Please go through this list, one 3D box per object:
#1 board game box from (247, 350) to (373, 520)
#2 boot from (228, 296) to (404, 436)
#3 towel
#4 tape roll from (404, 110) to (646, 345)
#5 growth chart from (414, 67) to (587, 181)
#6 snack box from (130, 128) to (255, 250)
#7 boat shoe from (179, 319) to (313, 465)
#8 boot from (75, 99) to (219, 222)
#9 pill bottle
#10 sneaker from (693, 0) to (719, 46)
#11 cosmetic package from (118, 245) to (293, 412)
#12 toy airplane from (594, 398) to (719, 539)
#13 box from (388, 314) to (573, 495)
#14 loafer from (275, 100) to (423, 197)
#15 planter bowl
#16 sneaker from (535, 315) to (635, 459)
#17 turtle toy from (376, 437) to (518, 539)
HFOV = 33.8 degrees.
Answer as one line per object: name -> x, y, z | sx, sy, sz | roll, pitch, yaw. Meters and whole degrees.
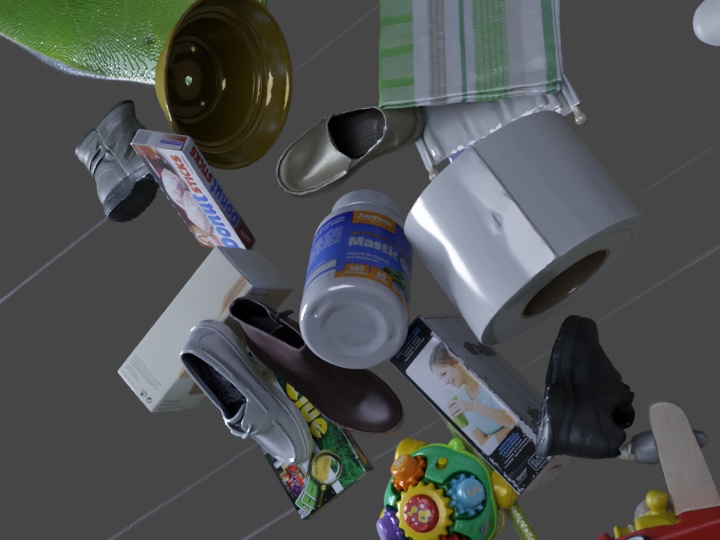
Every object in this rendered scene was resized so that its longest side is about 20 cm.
board game box -> -0.077, 0.177, 1.375 | 0.105, 0.023, 0.200 | -40, 71, 16
boot -> -0.048, 0.107, 1.274 | 0.199, 0.166, 0.073 | 32, 81, 16
towel -> 0.117, -0.245, 1.272 | 0.199, 0.031, 0.150 | -5, 67, 14
tape roll -> 0.162, -0.040, 1.175 | 0.203, 0.202, 0.139 | -41, 71, 18
growth chart -> 0.139, -0.178, 1.297 | 0.199, 0.018, 0.146 | -22, 78, 23
snack box -> -0.188, -0.087, 1.357 | 0.071, 0.200, 0.024 | 10, 61, 26
boat shoe -> -0.127, 0.147, 1.307 | 0.072, 0.069, 0.201 | -19, 112, 33
boot -> -0.270, -0.165, 1.471 | 0.200, 0.068, 0.131 | -36, 67, 18
pill bottle -> 0.000, 0.000, 1.250 | 0.111, 0.201, 0.113 | 2, 127, 3
sneaker -> 0.417, -0.265, 1.138 | 0.199, 0.072, 0.072 | -11, 83, 26
cosmetic package -> -0.181, 0.070, 1.388 | 0.071, 0.105, 0.200 | 45, 107, 19
toy airplane -> 0.316, 0.245, 1.132 | 0.198, 0.141, 0.201 | 25, 89, -13
box -> 0.131, 0.133, 1.226 | 0.200, 0.116, 0.060 | 45, 108, 20
loafer -> -0.025, -0.144, 1.340 | 0.199, 0.068, 0.076 | -27, 75, 28
planter bowl -> -0.175, -0.219, 1.364 | 0.083, 0.200, 0.202 | 8, 90, 40
sneaker -> 0.224, 0.119, 1.158 | 0.090, 0.200, 0.076 | 11, 127, 8
turtle toy -> 0.075, 0.274, 1.250 | 0.145, 0.101, 0.201 | 15, 93, 26
